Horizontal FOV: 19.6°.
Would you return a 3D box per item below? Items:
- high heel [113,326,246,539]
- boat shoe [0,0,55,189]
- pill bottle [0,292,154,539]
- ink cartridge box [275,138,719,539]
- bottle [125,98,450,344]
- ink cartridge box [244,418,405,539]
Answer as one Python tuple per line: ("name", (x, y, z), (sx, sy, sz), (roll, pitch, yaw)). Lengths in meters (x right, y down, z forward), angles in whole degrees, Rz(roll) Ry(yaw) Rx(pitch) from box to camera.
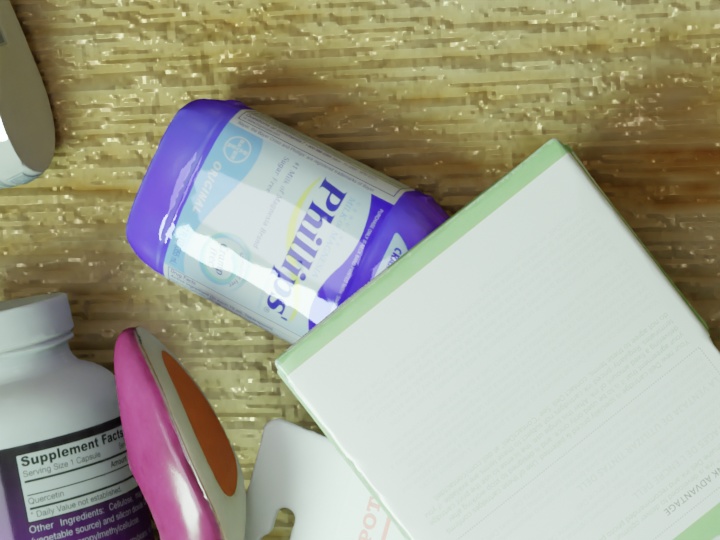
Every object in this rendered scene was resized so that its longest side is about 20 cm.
("high heel", (-0.087, 0.128, 0.864), (0.095, 0.067, 0.201), (-20, 93, 10))
("boat shoe", (-0.201, -0.130, 0.942), (0.068, 0.072, 0.201), (-17, 101, 19))
("pill bottle", (-0.149, 0.116, 0.930), (0.112, 0.112, 0.202), (-10, 94, 18))
("ink cartridge box", (0.082, 0.070, 0.822), (0.145, 0.048, 0.200), (-38, 87, 0))
("bottle", (0.000, 0.000, 0.892), (0.199, 0.065, 0.084), (28, 99, 12))
("ink cartridge box", (0.046, 0.140, 0.895), (0.199, 0.068, 0.116), (19, 102, 14))
